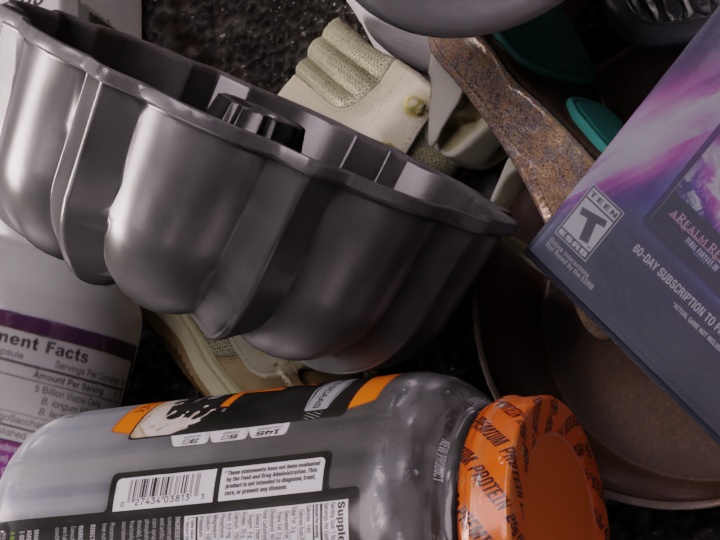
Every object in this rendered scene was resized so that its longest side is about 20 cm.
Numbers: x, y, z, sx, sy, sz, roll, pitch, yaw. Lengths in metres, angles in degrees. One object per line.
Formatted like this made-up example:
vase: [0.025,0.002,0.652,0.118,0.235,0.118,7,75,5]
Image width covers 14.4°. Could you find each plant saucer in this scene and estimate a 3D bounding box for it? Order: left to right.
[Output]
plant saucer: [0.137,-0.002,1.068,0.200,0.034,0.201,-13,63,27]

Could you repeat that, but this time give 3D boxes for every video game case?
video game case: [0.164,-0.032,0.959,0.143,0.019,0.200,45,114,18]

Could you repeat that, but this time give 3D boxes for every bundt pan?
bundt pan: [-0.049,-0.023,1.015,0.202,0.202,0.076,28,98,38]

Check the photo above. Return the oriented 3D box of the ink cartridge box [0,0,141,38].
ink cartridge box: [-0.161,-0.080,1.270,0.116,0.067,0.201,-18,60,26]

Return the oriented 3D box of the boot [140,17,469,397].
boot: [0.000,0.000,1.132,0.155,0.072,0.200,-46,52,3]

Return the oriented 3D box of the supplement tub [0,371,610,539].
supplement tub: [-0.020,0.101,1.006,0.199,0.123,0.123,-8,64,24]

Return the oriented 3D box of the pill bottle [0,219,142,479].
pill bottle: [-0.148,0.050,1.115,0.112,0.112,0.201,9,84,35]

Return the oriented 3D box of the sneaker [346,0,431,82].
sneaker: [0.005,-0.146,1.190,0.076,0.080,0.200,-46,54,3]

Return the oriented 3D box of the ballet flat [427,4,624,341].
ballet flat: [0.063,-0.052,1.079,0.067,0.068,0.200,-49,47,23]

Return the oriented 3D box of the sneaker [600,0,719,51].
sneaker: [0.186,-0.138,1.076,0.200,0.078,0.066,-32,71,12]

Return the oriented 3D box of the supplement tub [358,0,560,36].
supplement tub: [0.014,-0.186,1.035,0.122,0.123,0.200,-39,43,11]
